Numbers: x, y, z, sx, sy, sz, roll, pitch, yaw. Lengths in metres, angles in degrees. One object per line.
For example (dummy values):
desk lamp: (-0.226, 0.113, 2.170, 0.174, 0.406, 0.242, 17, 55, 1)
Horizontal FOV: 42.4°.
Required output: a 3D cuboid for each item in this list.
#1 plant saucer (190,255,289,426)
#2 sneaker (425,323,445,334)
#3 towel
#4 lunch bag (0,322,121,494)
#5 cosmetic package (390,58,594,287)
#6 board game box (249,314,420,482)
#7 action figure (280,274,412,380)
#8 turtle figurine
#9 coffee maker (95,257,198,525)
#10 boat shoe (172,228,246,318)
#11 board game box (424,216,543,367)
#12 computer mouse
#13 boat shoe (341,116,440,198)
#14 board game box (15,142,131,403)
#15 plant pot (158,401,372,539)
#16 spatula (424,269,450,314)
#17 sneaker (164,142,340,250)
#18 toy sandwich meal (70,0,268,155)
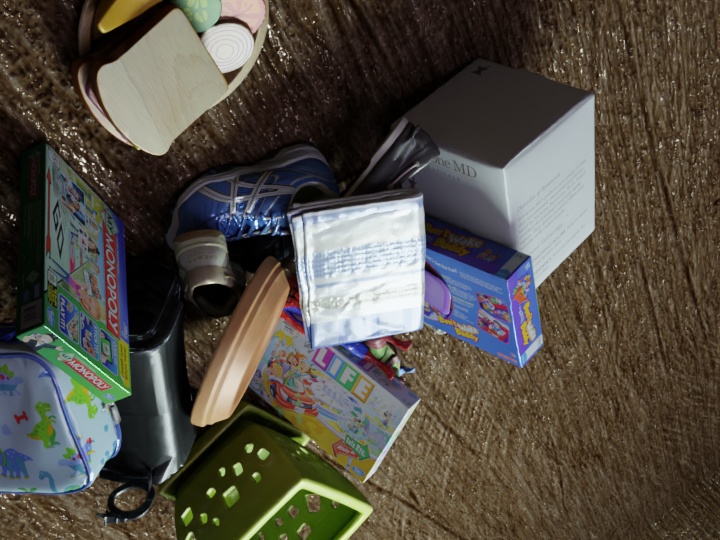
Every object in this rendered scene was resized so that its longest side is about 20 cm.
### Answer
plant saucer: (-0.126, 0.082, 1.017, 0.200, 0.037, 0.201, 26, 90, -90)
sneaker: (0.149, 0.009, 1.290, 0.200, 0.089, 0.077, -52, 142, 11)
towel: (0.000, 0.000, 1.020, 0.146, 0.024, 0.201, -9, 130, -6)
lunch bag: (-0.331, 0.125, 0.870, 0.083, 0.199, 0.162, -57, 138, -60)
cosmetic package: (0.159, -0.106, 1.080, 0.166, 0.167, 0.201, -40, 137, -27)
board game box: (-0.038, 0.152, 1.163, 0.034, 0.200, 0.135, -29, 151, -57)
action figure: (-0.036, 0.057, 1.109, 0.066, 0.199, 0.052, -61, 178, -2)
turtle figurine: (-0.014, 0.132, 1.212, 0.199, 0.144, 0.195, -22, 129, -13)
coffee maker: (-0.233, 0.120, 0.967, 0.134, 0.193, 0.201, -11, 133, -12)
boat shoe: (-0.159, 0.021, 0.996, 0.072, 0.065, 0.200, -11, 161, -6)
board game box: (0.111, 0.016, 1.072, 0.045, 0.199, 0.135, -41, 135, -28)
computer mouse: (-0.061, -0.064, 1.082, 0.200, 0.034, 0.059, -36, 158, -21)
boat shoe: (0.013, -0.079, 1.022, 0.200, 0.057, 0.067, -51, -177, 36)
board game box: (-0.255, 0.002, 0.830, 0.029, 0.201, 0.135, -20, 144, 10)
plant pot: (-0.137, 0.302, 1.239, 0.199, 0.182, 0.200, -44, 143, 3)
spatula: (0.016, -0.004, 1.086, 0.057, 0.199, 0.021, 92, 23, -52)
sneaker: (-0.113, -0.071, 0.985, 0.199, 0.077, 0.076, -28, 142, -17)
toy sandwich meal: (-0.159, -0.201, 0.820, 0.204, 0.070, 0.206, -24, 139, -23)
